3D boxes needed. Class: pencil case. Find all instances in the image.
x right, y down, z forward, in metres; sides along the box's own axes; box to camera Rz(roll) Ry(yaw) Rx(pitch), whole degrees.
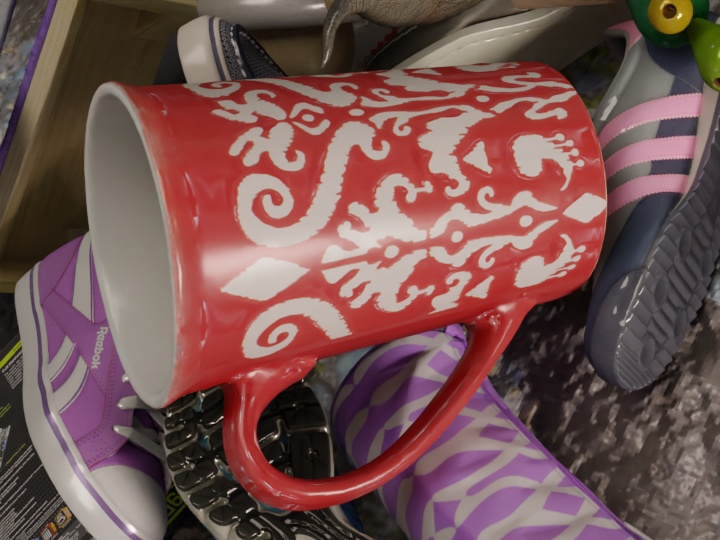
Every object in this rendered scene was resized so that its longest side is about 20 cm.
[{"bbox_3d":[0.064,0.105,0.679,0.086,0.084,0.200,-54,47,9],"label":"pencil case"}]

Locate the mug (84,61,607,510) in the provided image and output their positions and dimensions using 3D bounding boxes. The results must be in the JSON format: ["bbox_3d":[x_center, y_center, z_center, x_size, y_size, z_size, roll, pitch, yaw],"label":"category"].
[{"bbox_3d":[-0.005,-0.005,0.672,0.133,0.199,0.179,-150,53,-61],"label":"mug"}]

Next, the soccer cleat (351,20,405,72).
[{"bbox_3d":[-0.033,-0.122,0.862,0.200,0.085,0.069,-39,49,23],"label":"soccer cleat"}]

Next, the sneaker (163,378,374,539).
[{"bbox_3d":[-0.033,0.129,0.724,0.078,0.090,0.201,-22,56,-12],"label":"sneaker"}]

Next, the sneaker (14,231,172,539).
[{"bbox_3d":[-0.111,0.044,0.788,0.114,0.073,0.201,-32,51,11],"label":"sneaker"}]

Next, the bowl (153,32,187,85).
[{"bbox_3d":[-0.112,-0.172,0.994,0.200,0.039,0.202,-17,55,26],"label":"bowl"}]

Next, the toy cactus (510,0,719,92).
[{"bbox_3d":[0.142,-0.157,0.712,0.164,0.102,0.201,-11,63,27],"label":"toy cactus"}]

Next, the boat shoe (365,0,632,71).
[{"bbox_3d":[0.089,-0.141,0.813,0.201,0.072,0.061,-26,62,12],"label":"boat shoe"}]

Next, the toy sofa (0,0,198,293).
[{"bbox_3d":[-0.176,-0.091,0.910,0.098,0.083,0.201,39,115,38],"label":"toy sofa"}]

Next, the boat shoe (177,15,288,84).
[{"bbox_3d":[-0.007,-0.065,0.757,0.092,0.200,0.075,-21,52,14],"label":"boat shoe"}]

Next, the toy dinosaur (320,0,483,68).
[{"bbox_3d":[0.049,-0.151,0.702,0.201,0.077,0.102,-61,8,-17],"label":"toy dinosaur"}]

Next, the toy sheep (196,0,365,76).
[{"bbox_3d":[-0.033,-0.185,0.774,0.137,0.138,0.202,3,100,36],"label":"toy sheep"}]

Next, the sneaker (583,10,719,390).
[{"bbox_3d":[0.128,-0.036,0.729,0.082,0.070,0.201,8,60,31],"label":"sneaker"}]

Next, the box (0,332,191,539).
[{"bbox_3d":[-0.145,0.083,0.865,0.200,0.044,0.160,-47,47,2],"label":"box"}]

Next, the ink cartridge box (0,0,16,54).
[{"bbox_3d":[-0.257,-0.063,0.930,0.201,0.043,0.197,-96,27,-52],"label":"ink cartridge box"}]
